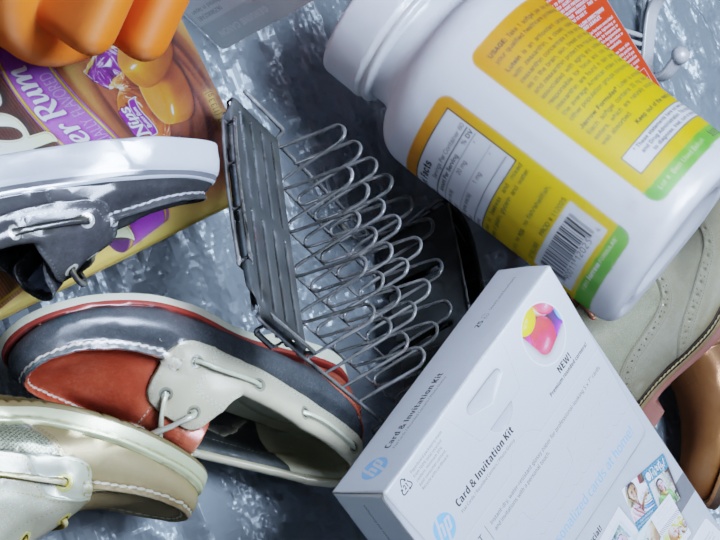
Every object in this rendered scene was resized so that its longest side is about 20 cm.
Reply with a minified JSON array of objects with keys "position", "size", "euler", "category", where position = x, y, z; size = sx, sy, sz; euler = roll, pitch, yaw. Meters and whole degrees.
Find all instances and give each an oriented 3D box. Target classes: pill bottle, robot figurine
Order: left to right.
[{"position":[-0.163,-0.172,1.021],"size":[0.200,0.117,0.144],"euler":[36,58,28],"category":"robot figurine"},{"position":[0.083,-0.076,1.126],"size":[0.200,0.111,0.111],"euler":[39,52,10],"category":"pill bottle"}]

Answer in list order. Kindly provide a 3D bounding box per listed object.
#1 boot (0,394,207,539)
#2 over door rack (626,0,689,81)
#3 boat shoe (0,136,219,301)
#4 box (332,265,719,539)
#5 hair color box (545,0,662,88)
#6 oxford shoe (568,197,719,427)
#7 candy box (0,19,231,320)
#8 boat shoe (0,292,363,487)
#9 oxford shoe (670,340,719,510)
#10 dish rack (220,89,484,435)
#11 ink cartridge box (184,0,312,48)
[{"position":[-0.166,0.134,0.980],"size":[0.200,0.072,0.155],"euler":[15,67,-29],"category":"boot"},{"position":[0.136,-0.226,1.325],"size":[0.148,0.067,0.200],"euler":[12,68,-34],"category":"over door rack"},{"position":[-0.148,-0.018,0.976],"size":[0.200,0.070,0.066],"euler":[-10,90,-38],"category":"boat shoe"},{"position":[0.091,0.124,1.076],"size":[0.156,0.041,0.200],"euler":[-52,120,-31],"category":"box"},{"position":[0.086,-0.117,1.223],"size":[0.064,0.111,0.200],"euler":[-37,98,-40],"category":"hair color box"},{"position":[0.147,0.020,1.190],"size":[0.074,0.071,0.200],"euler":[18,107,-30],"category":"oxford shoe"},{"position":[-0.153,-0.049,1.058],"size":[0.200,0.056,0.117],"euler":[-30,95,-38],"category":"candy box"},{"position":[-0.080,0.061,1.062],"size":[0.200,0.071,0.063],"euler":[15,48,-38],"category":"boat shoe"},{"position":[0.190,0.041,1.292],"size":[0.071,0.071,0.200],"euler":[4,71,-7],"category":"oxford shoe"},{"position":[0.000,0.000,1.097],"size":[0.200,0.055,0.153],"euler":[42,29,-47],"category":"dish rack"},{"position":[-0.091,-0.212,1.089],"size":[0.200,0.163,0.057],"euler":[39,61,-20],"category":"ink cartridge box"}]
